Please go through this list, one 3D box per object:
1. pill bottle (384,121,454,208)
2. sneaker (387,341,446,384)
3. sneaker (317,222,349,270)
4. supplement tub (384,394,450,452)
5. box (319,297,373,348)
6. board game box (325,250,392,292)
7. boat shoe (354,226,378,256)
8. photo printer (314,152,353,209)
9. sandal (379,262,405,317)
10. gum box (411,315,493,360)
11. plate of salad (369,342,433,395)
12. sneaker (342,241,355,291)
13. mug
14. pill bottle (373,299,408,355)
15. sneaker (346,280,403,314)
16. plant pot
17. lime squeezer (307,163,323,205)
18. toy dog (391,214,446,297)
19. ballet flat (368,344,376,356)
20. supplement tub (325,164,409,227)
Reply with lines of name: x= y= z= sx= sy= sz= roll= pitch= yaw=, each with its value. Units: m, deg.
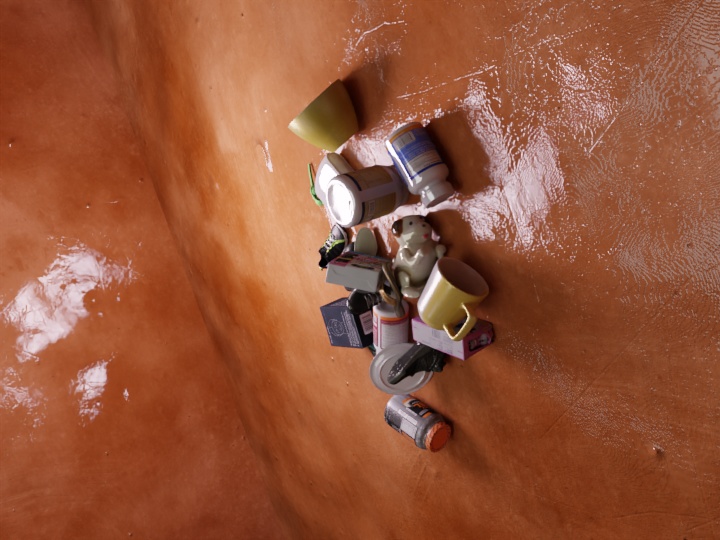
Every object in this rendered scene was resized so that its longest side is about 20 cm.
pill bottle: x=0.152 y=-0.262 z=1.400 sx=0.200 sy=0.112 sz=0.112 roll=62 pitch=146 yaw=9
sneaker: x=0.174 y=0.281 z=1.628 sx=0.114 sy=0.199 sz=0.076 roll=42 pitch=-172 yaw=-16
sneaker: x=-0.098 y=-0.071 z=1.876 sx=0.072 sy=0.083 sz=0.200 roll=45 pitch=140 yaw=30
supplement tub: x=0.180 y=0.480 z=1.756 sx=0.200 sy=0.122 sz=0.123 roll=26 pitch=128 yaw=44
box: x=-0.029 y=0.175 z=1.893 sx=0.200 sy=0.107 sz=0.149 roll=-5 pitch=104 yaw=54
board game box: x=0.000 y=0.000 z=1.612 sx=0.147 sy=0.200 sz=0.064 roll=12 pitch=103 yaw=11
boat shoe: x=0.021 y=-0.037 z=1.742 sx=0.061 sy=0.072 sz=0.202 roll=-80 pitch=-16 yaw=-82
photo printer: x=-0.067 y=-0.258 z=1.742 sx=0.200 sy=0.069 sz=0.166 roll=53 pitch=143 yaw=22
sandal: x=0.082 y=0.065 z=1.553 sx=0.080 sy=0.054 sz=0.200 roll=-109 pitch=3 yaw=-46
gum box: x=0.248 y=0.165 z=1.497 sx=0.200 sy=0.113 sz=0.066 roll=18 pitch=122 yaw=50
plate of salad: x=0.125 y=0.298 z=1.703 sx=0.048 sy=0.200 sz=0.200 roll=-101 pitch=10 yaw=-60
sneaker: x=-0.005 y=-0.005 z=1.806 sx=0.091 sy=0.076 sz=0.200 roll=28 pitch=139 yaw=36
mug: x=0.216 y=0.078 z=1.401 sx=0.149 sy=0.187 sz=0.153 roll=32 pitch=120 yaw=2
pill bottle: x=0.094 y=0.191 z=1.729 sx=0.110 sy=0.109 sz=0.200 roll=28 pitch=129 yaw=44
sneaker: x=0.058 y=0.071 z=1.642 sx=0.115 sy=0.200 sz=0.075 roll=2 pitch=115 yaw=45
plant pot: x=-0.088 y=-0.427 z=1.602 sx=0.142 sy=0.200 sz=0.200 roll=47 pitch=148 yaw=-13
lime squeezer: x=-0.141 y=-0.265 z=1.871 sx=0.200 sy=0.038 sz=0.071 roll=56 pitch=144 yaw=20
toy dog: x=0.153 y=-0.054 z=1.515 sx=0.194 sy=0.139 sz=0.200 roll=-141 pitch=41 yaw=-63
ballet flat: x=0.097 y=0.294 z=1.829 sx=0.200 sy=0.068 sz=0.068 roll=37 pitch=147 yaw=52
supplement tub: x=0.021 y=-0.210 z=1.530 sx=0.144 sy=0.200 sz=0.145 roll=30 pitch=130 yaw=43
